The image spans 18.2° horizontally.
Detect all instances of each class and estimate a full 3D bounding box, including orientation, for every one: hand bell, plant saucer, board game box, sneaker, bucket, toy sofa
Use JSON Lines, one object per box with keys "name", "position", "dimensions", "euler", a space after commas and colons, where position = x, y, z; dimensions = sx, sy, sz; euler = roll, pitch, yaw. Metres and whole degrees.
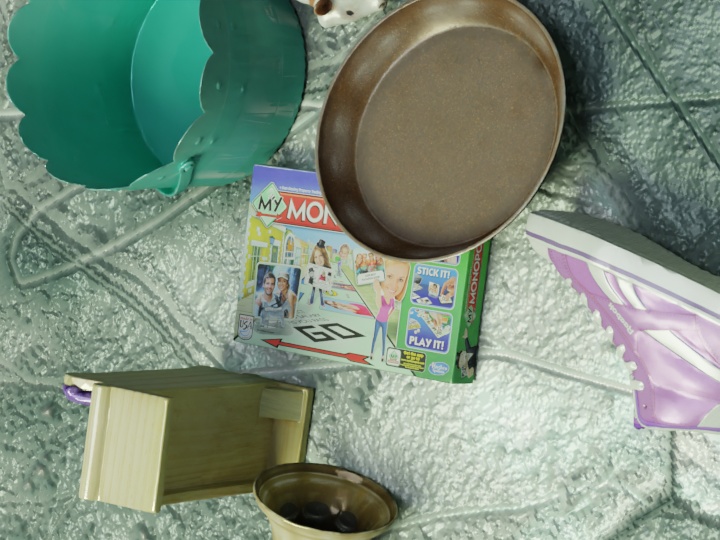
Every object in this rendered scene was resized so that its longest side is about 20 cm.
{"name": "hand bell", "position": [-0.043, 0.251, 1.624], "dimensions": [0.104, 0.104, 0.200], "euler": [26, 115, 34]}
{"name": "plant saucer", "position": [0.060, -0.097, 1.560], "dimensions": [0.200, 0.034, 0.201], "euler": [-12, 68, 31]}
{"name": "board game box", "position": [0.000, 0.000, 1.625], "dimensions": [0.200, 0.029, 0.135], "euler": [9, 94, 36]}
{"name": "sneaker", "position": [0.176, 0.040, 1.472], "dimensions": [0.200, 0.073, 0.115], "euler": [31, 109, 32]}
{"name": "bucket", "position": [-0.150, -0.153, 1.672], "dimensions": [0.207, 0.135, 0.208], "euler": [-2, 86, 36]}
{"name": "toy sofa", "position": [-0.126, 0.118, 1.607], "dimensions": [0.097, 0.200, 0.083], "euler": [9, 94, 29]}

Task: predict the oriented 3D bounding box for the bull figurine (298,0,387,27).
{"name": "bull figurine", "position": [-0.046, -0.267, 1.647], "dimensions": [0.200, 0.065, 0.122], "euler": [40, 107, 28]}
